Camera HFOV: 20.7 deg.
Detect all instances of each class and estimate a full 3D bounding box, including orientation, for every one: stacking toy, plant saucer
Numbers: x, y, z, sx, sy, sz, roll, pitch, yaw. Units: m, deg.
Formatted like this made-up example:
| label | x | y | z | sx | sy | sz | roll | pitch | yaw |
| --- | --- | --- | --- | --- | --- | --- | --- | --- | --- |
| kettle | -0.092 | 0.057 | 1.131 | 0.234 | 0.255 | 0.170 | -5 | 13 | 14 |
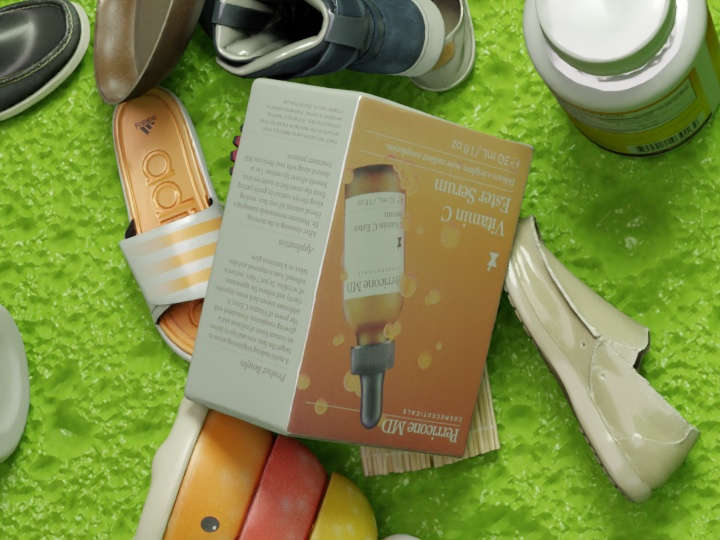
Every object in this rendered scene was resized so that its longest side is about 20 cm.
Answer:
| label | x | y | z | sx | sy | sz | roll | pitch | yaw |
| --- | --- | --- | --- | --- | --- | --- | --- | --- | --- |
| stacking toy | -0.039 | 0.164 | 1.254 | 0.198 | 0.146 | 0.147 | 19 | 87 | 1 |
| plant saucer | -0.132 | -0.205 | 1.307 | 0.032 | 0.200 | 0.202 | 12 | 84 | -21 |

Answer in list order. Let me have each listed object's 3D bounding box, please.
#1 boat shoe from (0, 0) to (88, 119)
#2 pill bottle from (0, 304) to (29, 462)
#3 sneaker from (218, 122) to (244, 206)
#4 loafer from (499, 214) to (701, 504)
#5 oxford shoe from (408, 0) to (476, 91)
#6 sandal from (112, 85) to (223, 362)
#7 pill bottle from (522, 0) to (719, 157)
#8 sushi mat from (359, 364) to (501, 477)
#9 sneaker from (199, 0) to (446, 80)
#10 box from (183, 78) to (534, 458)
| label | x | y | z | sx | sy | sz | roll | pitch | yaw |
| --- | --- | --- | --- | --- | --- | --- | --- | --- | --- |
| boat shoe | -0.285 | -0.140 | 1.374 | 0.198 | 0.068 | 0.072 | -18 | 76 | 10 |
| pill bottle | -0.335 | 0.081 | 1.339 | 0.198 | 0.112 | 0.113 | -4 | 81 | 15 |
| sneaker | -0.043 | -0.007 | 1.281 | 0.074 | 0.080 | 0.202 | -6 | 80 | 29 |
| loafer | 0.147 | 0.046 | 1.236 | 0.068 | 0.076 | 0.201 | -29 | 80 | 5 |
| oxford shoe | 0.028 | -0.217 | 1.313 | 0.075 | 0.058 | 0.202 | -20 | 76 | 14 |
| sandal | -0.131 | -0.032 | 1.327 | 0.079 | 0.059 | 0.208 | -24 | 77 | 11 |
| pill bottle | 0.159 | -0.139 | 1.190 | 0.108 | 0.200 | 0.110 | -2 | 81 | 14 |
| sushi mat | 0.032 | 0.031 | 1.297 | 0.095 | 0.012 | 0.202 | -11 | 79 | 14 |
| sneaker | -0.066 | -0.166 | 1.261 | 0.201 | 0.146 | 0.078 | 12 | 102 | 40 |
| box | 0.000 | 0.000 | 1.202 | 0.106 | 0.151 | 0.202 | 14 | 92 | 48 |
